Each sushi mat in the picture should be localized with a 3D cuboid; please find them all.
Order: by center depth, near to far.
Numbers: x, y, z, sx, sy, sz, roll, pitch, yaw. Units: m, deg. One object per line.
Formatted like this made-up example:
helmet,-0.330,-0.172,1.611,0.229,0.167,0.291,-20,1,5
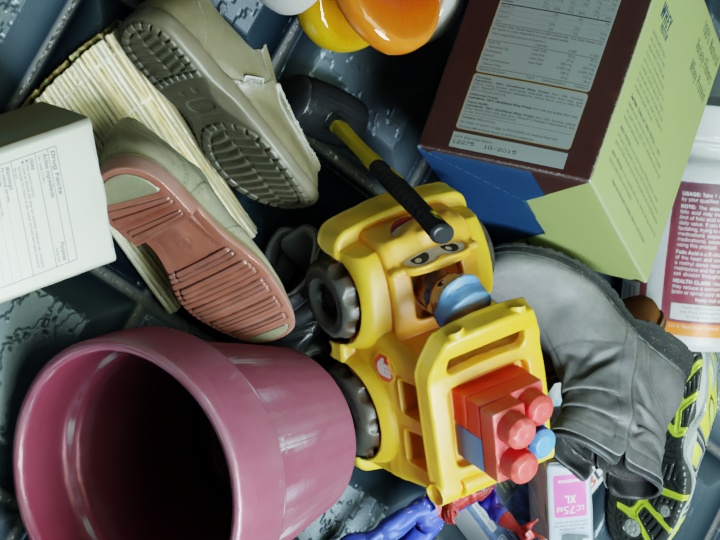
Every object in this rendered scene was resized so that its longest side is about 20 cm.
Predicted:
sushi mat,-0.149,-0.070,1.502,0.096,0.012,0.200,-46,125,-20

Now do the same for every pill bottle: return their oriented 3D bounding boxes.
pill bottle,0.278,-0.041,1.790,0.114,0.114,0.200,-3,103,-39

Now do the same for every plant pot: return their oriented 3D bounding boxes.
plant pot,-0.105,0.128,1.483,0.179,0.200,0.200,-14,110,-53

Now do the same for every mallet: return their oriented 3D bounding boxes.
mallet,0.001,-0.078,1.508,0.066,0.200,0.041,24,106,-34

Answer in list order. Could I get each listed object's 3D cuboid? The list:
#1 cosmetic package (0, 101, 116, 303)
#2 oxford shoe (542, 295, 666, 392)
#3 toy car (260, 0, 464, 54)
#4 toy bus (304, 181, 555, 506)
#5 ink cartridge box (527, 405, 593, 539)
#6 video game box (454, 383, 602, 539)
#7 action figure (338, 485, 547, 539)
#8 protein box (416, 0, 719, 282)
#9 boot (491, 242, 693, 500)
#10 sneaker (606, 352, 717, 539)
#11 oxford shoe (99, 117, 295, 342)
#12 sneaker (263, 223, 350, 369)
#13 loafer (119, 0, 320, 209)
cosmetic package,-0.263,-0.028,1.374,0.200,0.071,0.105,-20,116,-31
oxford shoe,0.159,0.047,1.689,0.200,0.071,0.071,-19,106,-34
toy car,0.026,-0.246,1.510,0.175,0.150,0.200,9,95,-40
toy bus,0.065,0.061,1.502,0.136,0.192,0.200,-20,116,-25
ink cartridge box,0.157,0.219,1.697,0.042,0.119,0.200,-3,108,-3
video game box,0.128,0.122,1.754,0.182,0.047,0.200,-51,127,-20
action figure,0.056,0.203,1.647,0.200,0.099,0.065,-40,123,-7
protein box,0.159,-0.128,1.597,0.200,0.135,0.199,-70,155,-14
boot,0.158,0.075,1.603,0.200,0.070,0.132,31,55,-12
sneaker,0.269,0.153,1.859,0.076,0.075,0.200,-2,110,-55
oxford shoe,-0.106,-0.028,1.487,0.200,0.071,0.074,52,27,-38
sneaker,0.000,0.000,1.598,0.200,0.075,0.114,-41,126,-21
loafer,-0.084,-0.121,1.498,0.200,0.076,0.067,53,54,-36
